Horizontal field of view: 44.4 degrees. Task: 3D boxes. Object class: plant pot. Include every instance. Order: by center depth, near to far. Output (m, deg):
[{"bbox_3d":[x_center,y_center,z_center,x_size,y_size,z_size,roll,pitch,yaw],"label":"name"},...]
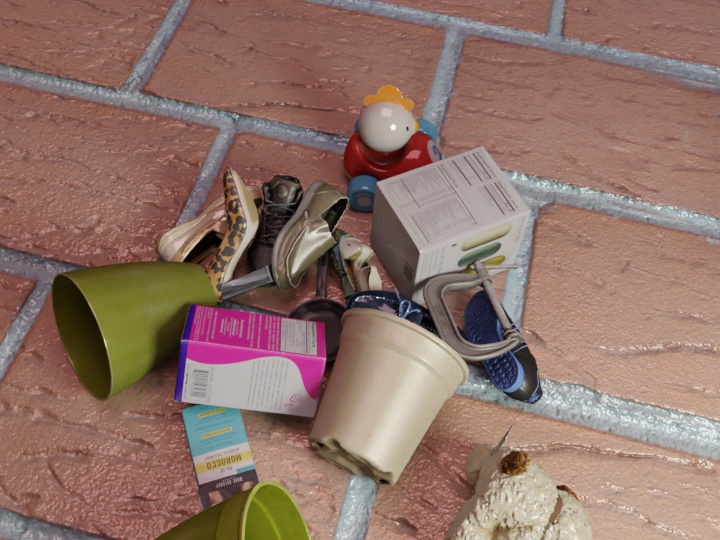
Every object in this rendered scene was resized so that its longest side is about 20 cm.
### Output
[{"bbox_3d":[-0.175,0.371,1.045,0.191,0.201,0.202,-18,52,15],"label":"plant pot"},{"bbox_3d":[0.024,0.184,1.217,0.198,0.201,0.185,23,67,13],"label":"plant pot"},{"bbox_3d":[-0.317,0.064,1.291,0.199,0.188,0.187,-21,57,-35],"label":"plant pot"}]

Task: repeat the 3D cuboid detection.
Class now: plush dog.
[{"bbox_3d":[0.226,0.313,1.144,0.171,0.161,0.201,34,41,-7],"label":"plush dog"}]

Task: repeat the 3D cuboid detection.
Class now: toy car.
[{"bbox_3d":[0.060,-0.229,1.497,0.174,0.201,0.186,6,54,1],"label":"toy car"}]

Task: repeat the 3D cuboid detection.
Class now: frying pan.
[{"bbox_3d":[-0.077,0.066,1.371,0.114,0.031,0.191,-20,55,-4],"label":"frying pan"}]

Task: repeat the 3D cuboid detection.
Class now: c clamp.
[{"bbox_3d":[0.181,0.054,1.312,0.168,0.027,0.201,-1,43,-10],"label":"c clamp"}]

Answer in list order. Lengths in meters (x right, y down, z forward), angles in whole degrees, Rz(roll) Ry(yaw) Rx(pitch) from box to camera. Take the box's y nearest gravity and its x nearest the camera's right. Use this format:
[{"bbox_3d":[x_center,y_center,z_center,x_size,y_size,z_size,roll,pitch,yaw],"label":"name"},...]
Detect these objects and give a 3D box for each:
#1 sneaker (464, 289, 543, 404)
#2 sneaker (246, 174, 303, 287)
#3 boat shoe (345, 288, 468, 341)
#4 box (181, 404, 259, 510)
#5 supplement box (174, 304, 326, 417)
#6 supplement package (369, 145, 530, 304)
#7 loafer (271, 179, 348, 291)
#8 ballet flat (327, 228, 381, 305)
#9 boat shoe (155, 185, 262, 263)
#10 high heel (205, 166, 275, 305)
[{"bbox_3d":[0.217,0.118,1.341,0.070,0.078,0.201,-39,39,23],"label":"sneaker"},{"bbox_3d":[-0.139,-0.076,1.428,0.075,0.115,0.201,12,57,7],"label":"sneaker"},{"bbox_3d":[0.077,0.078,1.315,0.197,0.085,0.069,15,8,-10],"label":"boat shoe"},{"bbox_3d":[-0.185,0.277,1.206,0.081,0.049,0.201,-14,56,-13],"label":"box"},{"bbox_3d":[-0.153,0.127,1.243,0.197,0.102,0.104,9,26,-7],"label":"supplement box"},{"bbox_3d":[0.138,-0.070,1.416,0.198,0.153,0.151,-21,58,-18],"label":"supplement package"},{"bbox_3d":[-0.078,-0.056,1.391,0.069,0.075,0.202,13,65,24],"label":"loafer"},{"bbox_3d":[0.000,0.000,1.405,0.073,0.075,0.202,-13,60,-13],"label":"ballet flat"},{"bbox_3d":[-0.234,-0.063,1.441,0.199,0.074,0.069,-36,66,-16],"label":"boat shoe"},{"bbox_3d":[-0.226,-0.051,1.384,0.141,0.071,0.202,-19,82,11],"label":"high heel"}]
